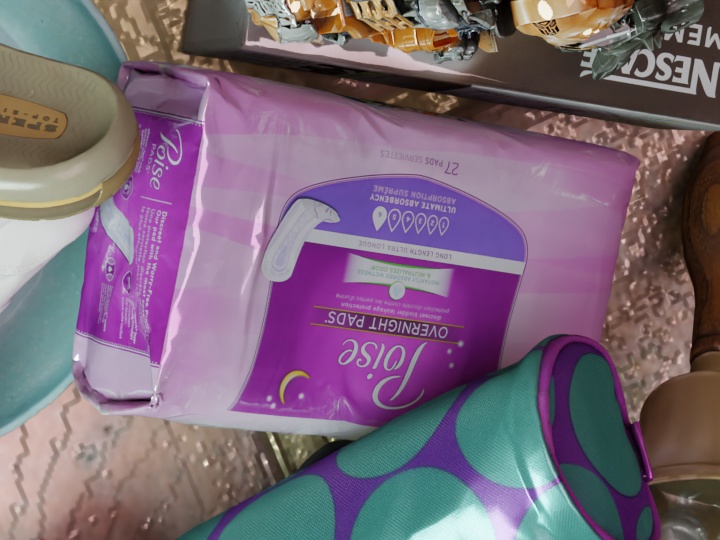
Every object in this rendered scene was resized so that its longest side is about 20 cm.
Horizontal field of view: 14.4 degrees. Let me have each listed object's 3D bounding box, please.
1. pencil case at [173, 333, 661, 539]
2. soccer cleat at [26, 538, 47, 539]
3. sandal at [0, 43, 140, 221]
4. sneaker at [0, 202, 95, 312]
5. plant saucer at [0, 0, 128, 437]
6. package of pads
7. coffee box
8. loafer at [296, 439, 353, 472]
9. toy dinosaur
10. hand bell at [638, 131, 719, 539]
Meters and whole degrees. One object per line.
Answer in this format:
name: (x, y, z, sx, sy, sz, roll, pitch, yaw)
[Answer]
pencil case: (0.007, 0.101, 0.973, 0.092, 0.200, 0.085, 28, 39, -53)
soccer cleat: (-0.117, 0.198, 1.027, 0.085, 0.069, 0.201, -11, 102, -28)
sandal: (-0.169, -0.065, 0.919, 0.199, 0.054, 0.080, 9, 51, 0)
sneaker: (-0.164, 0.036, 0.965, 0.200, 0.078, 0.099, -36, 115, -4)
plant saucer: (-0.172, -0.031, 1.003, 0.199, 0.036, 0.201, -3, 99, -20)
package of pads: (0.000, 0.000, 1.023, 0.200, 0.076, 0.121, 8, 94, -35)
coffee box: (0.045, -0.120, 1.058, 0.200, 0.080, 0.113, 9, 90, -20)
loafer: (-0.021, 0.162, 1.062, 0.072, 0.063, 0.200, 17, 88, -20)
toy dinosaur: (0.065, -0.102, 0.947, 0.200, 0.136, 0.102, 15, 108, 21)
hand bell: (0.134, 0.028, 1.076, 0.104, 0.104, 0.200, 25, 48, -20)
